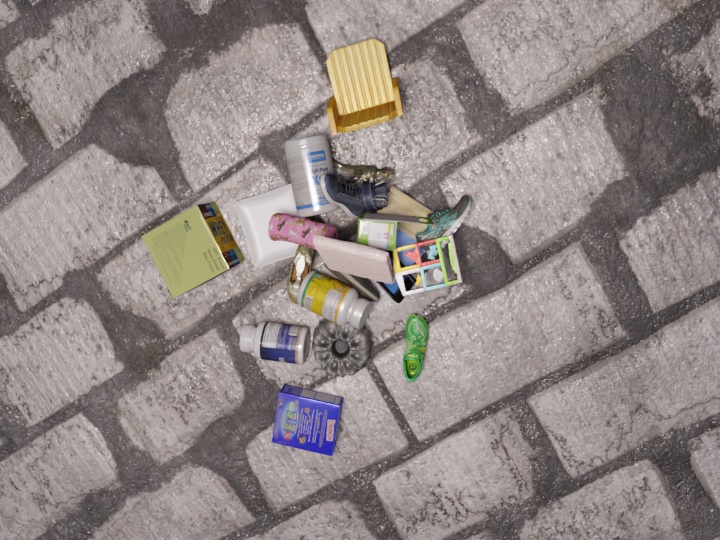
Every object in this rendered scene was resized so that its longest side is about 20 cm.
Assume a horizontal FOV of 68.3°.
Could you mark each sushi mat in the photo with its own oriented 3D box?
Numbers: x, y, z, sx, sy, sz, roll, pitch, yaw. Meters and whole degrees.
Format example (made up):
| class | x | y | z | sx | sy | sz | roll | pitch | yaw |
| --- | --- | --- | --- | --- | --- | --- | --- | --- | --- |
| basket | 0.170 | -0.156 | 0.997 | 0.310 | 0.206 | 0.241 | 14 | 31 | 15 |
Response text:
| class | x | y | z | sx | sy | sz | roll | pitch | yaw |
| --- | --- | --- | --- | --- | --- | --- | --- | --- | --- |
| sushi mat | 0.145 | -0.148 | 1.499 | 0.197 | 0.012 | 0.097 | 30 | 89 | -8 |

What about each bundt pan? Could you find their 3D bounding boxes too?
| class | x | y | z | sx | sy | sz | roll | pitch | yaw |
| --- | --- | --- | --- | --- | --- | --- | --- | --- | --- |
| bundt pan | -0.057 | 0.227 | 1.589 | 0.196 | 0.076 | 0.208 | 1 | 100 | 7 |

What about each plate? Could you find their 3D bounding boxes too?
| class | x | y | z | sx | sy | sz | roll | pitch | yaw |
| --- | --- | --- | --- | --- | --- | --- | --- | --- | --- |
| plate | -0.249 | -0.132 | 1.564 | 0.195 | 0.032 | 0.205 | -16 | 98 | 9 |

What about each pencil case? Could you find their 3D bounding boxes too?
| class | x | y | z | sx | sy | sz | roll | pitch | yaw |
| --- | --- | --- | --- | --- | --- | --- | --- | --- | --- |
| pencil case | -0.163 | -0.103 | 1.477 | 0.196 | 0.082 | 0.089 | 17 | 106 | 21 |

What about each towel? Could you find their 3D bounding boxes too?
| class | x | y | z | sx | sy | sz | roll | pitch | yaw |
| --- | --- | --- | --- | --- | --- | --- | --- | --- | --- |
| towel | -0.011 | -0.027 | 1.369 | 0.195 | 0.191 | 0.033 | 13 | 73 | 15 |

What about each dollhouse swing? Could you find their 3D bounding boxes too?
| class | x | y | z | sx | sy | sz | roll | pitch | yaw |
| --- | --- | --- | --- | --- | --- | --- | --- | --- | --- |
| dollhouse swing | 0.000 | -0.492 | 1.404 | 0.195 | 0.183 | 0.179 | -12 | 120 | 9 |

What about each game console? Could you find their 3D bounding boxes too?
| class | x | y | z | sx | sy | sz | roll | pitch | yaw |
| --- | --- | --- | --- | --- | --- | --- | --- | --- | --- |
| game console | 0.104 | -0.047 | 1.495 | 0.176 | 0.116 | 0.200 | -43 | 94 | 13 |

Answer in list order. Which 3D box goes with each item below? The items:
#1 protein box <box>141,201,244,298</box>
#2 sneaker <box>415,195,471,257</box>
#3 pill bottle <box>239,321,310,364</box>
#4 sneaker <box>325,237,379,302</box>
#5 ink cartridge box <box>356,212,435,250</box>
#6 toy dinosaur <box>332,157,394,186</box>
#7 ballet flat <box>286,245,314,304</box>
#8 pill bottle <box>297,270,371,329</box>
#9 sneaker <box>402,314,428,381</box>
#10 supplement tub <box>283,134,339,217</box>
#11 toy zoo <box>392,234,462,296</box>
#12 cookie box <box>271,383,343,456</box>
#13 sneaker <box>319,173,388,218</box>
| class | x | y | z | sx | sy | sz | roll | pitch | yaw |
| --- | --- | --- | --- | --- | --- | --- | --- | --- | --- |
| protein box | -0.484 | -0.063 | 1.553 | 0.197 | 0.135 | 0.202 | -26 | 96 | 11 |
| sneaker | 0.227 | -0.136 | 1.469 | 0.091 | 0.078 | 0.201 | 38 | 87 | -5 |
| pill bottle | -0.256 | 0.214 | 1.591 | 0.194 | 0.111 | 0.114 | 6 | 102 | 6 |
| sneaker | 0.000 | 0.000 | 1.541 | 0.199 | 0.074 | 0.107 | 41 | 70 | -21 |
| ink cartridge box | 0.091 | -0.101 | 1.390 | 0.194 | 0.148 | 0.078 | 4 | 103 | 2 |
| toy dinosaur | -0.004 | -0.263 | 1.505 | 0.195 | 0.047 | 0.091 | 13 | 92 | 6 |
| ballet flat | -0.179 | 0.018 | 1.550 | 0.069 | 0.071 | 0.204 | 16 | 113 | 3 |
| pill bottle | -0.073 | 0.088 | 1.525 | 0.196 | 0.112 | 0.115 | 24 | 103 | 16 |
| sneaker | 0.162 | 0.231 | 1.558 | 0.072 | 0.084 | 0.206 | 3 | 101 | 6 |
| supplement tub | -0.133 | -0.260 | 1.475 | 0.128 | 0.132 | 0.205 | -10 | 101 | 9 |
| toy zoo | 0.167 | -0.010 | 1.445 | 0.195 | 0.020 | 0.135 | -12 | 97 | 7 |
| cookie box | -0.163 | 0.463 | 1.646 | 0.195 | 0.075 | 0.176 | 12 | 102 | 5 |
| sneaker | -0.007 | -0.213 | 1.413 | 0.143 | 0.201 | 0.079 | -10 | 69 | 28 |
